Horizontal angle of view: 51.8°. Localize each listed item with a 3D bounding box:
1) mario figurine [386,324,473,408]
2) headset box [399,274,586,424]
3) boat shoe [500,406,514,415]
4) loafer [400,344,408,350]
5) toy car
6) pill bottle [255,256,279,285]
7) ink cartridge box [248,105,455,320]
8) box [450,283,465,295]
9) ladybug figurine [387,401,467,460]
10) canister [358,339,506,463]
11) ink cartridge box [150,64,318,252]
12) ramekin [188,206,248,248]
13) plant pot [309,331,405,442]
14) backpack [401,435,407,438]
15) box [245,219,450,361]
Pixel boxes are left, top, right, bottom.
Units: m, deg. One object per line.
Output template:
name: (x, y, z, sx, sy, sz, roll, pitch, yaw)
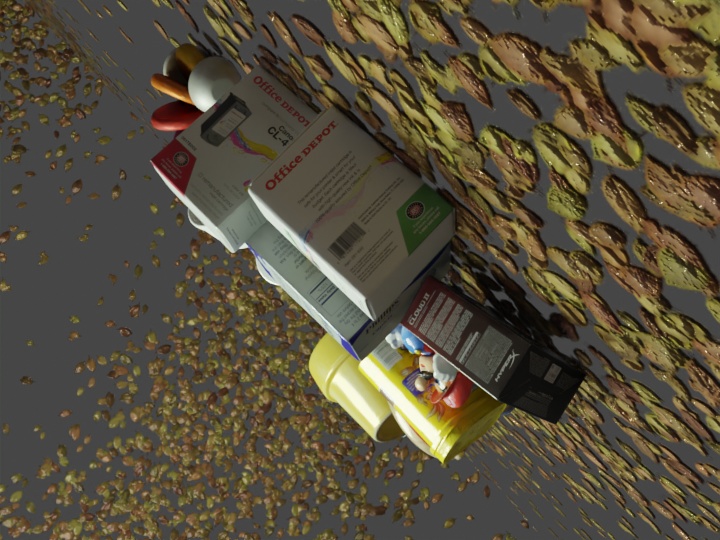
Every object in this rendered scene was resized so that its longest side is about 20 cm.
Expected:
mario figurine: (0.081, 0.112, 1.048, 0.201, 0.105, 0.123, 55, -158, 1)
headset box: (0.155, 0.092, 0.917, 0.148, 0.078, 0.199, 28, -175, -45)
boat shoe: (0.183, 0.164, 1.258, 0.200, 0.072, 0.073, 41, 169, 27)
loafer: (0.048, 0.026, 1.138, 0.202, 0.062, 0.072, 62, 177, 5)
toy car: (-0.248, -0.245, 1.165, 0.175, 0.150, 0.201, 34, 166, 50)
pill bottle: (-0.115, -0.037, 1.373, 0.114, 0.115, 0.200, 44, -161, 4)
ink cartridge box: (-0.009, -0.068, 0.859, 0.200, 0.145, 0.084, 42, 171, 19)
box: (0.180, 0.114, 1.127, 0.160, 0.049, 0.200, 46, 172, 15)
ladybug figurine: (0.121, 0.223, 1.246, 0.201, 0.134, 0.072, 55, 141, 23)
canister: (0.110, 0.181, 1.158, 0.200, 0.147, 0.087, 44, 133, 25)
ink cartridge box: (-0.152, -0.150, 0.983, 0.147, 0.200, 0.086, 41, 170, 20)
ramekin: (-0.221, -0.140, 1.396, 0.098, 0.201, 0.200, 42, 175, -40)
plant pot: (0.032, 0.206, 1.384, 0.190, 0.200, 0.201, 53, 177, 32)
backpack: (0.145, 0.250, 1.514, 0.136, 0.181, 0.200, 62, 156, -3)
box: (-0.012, -0.019, 0.969, 0.200, 0.184, 0.105, 42, 169, 22)
